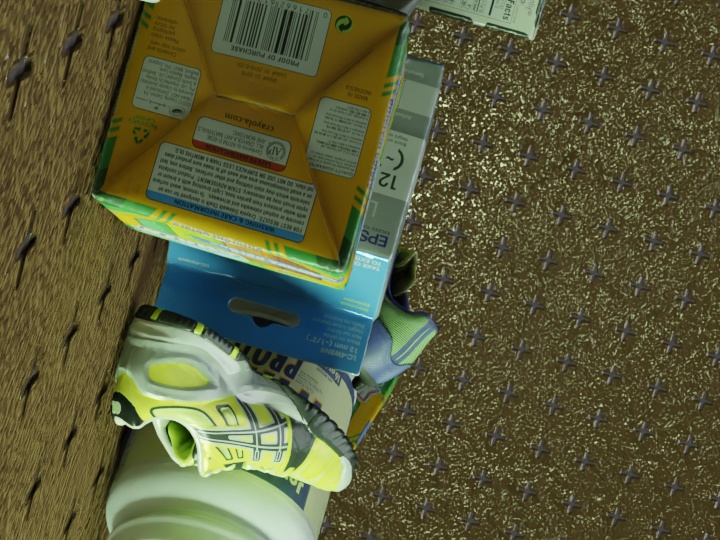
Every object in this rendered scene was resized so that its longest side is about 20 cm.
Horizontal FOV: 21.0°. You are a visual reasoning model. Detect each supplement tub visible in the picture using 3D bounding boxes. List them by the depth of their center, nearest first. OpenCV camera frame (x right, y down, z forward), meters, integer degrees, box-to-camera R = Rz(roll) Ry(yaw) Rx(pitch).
[{"bbox_3d":[-0.090,0.136,1.334,0.145,0.144,0.201,105,1,-52],"label":"supplement tub"}]

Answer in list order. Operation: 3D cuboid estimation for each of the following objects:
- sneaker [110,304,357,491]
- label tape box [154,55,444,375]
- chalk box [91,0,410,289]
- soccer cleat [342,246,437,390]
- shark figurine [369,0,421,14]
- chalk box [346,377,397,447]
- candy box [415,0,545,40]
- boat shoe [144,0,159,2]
[{"bbox_3d":[-0.082,0.096,1.211,0.075,0.200,0.077,12,-110,50],"label":"sneaker"},{"bbox_3d":[-0.040,-0.051,1.242,0.066,0.143,0.201,104,1,-74],"label":"label tape box"},{"bbox_3d":[-0.049,-0.066,0.972,0.200,0.124,0.124,85,21,-85],"label":"chalk box"},{"bbox_3d":[0.001,0.001,1.337,0.065,0.084,0.200,50,10,-39],"label":"soccer cleat"},{"bbox_3d":[-0.028,-0.170,1.317,0.214,0.089,0.128,-26,-150,38],"label":"shark figurine"},{"bbox_3d":[-0.060,0.118,1.582,0.124,0.125,0.200,-60,178,42],"label":"chalk box"},{"bbox_3d":[0.041,-0.231,1.434,0.136,0.199,0.061,-74,180,-76],"label":"candy box"},{"bbox_3d":[-0.033,-0.185,0.820,0.075,0.092,0.201,105,1,-57],"label":"boat shoe"}]
